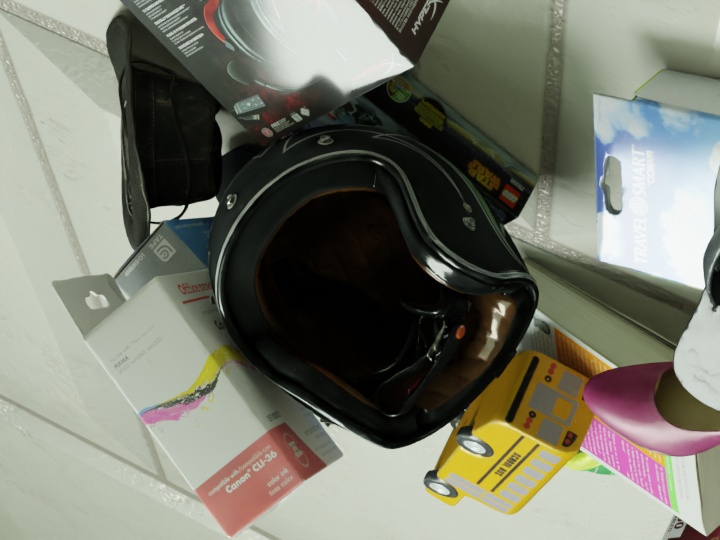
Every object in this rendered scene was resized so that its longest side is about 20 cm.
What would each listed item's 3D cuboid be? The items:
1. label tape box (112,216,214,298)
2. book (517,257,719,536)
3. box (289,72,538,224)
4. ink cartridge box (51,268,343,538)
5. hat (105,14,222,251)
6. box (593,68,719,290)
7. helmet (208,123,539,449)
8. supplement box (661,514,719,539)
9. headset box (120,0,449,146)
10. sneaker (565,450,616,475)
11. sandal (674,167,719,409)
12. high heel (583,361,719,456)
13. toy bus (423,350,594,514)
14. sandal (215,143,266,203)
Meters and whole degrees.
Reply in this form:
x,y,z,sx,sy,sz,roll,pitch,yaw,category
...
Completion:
x,y,z,sx,sy,sz,roll,pitch,yaw,category
-0.070,0.051,1.292,0.200,0.063,0.144,45,-167,8,label tape box
0.180,0.092,1.289,0.200,0.048,0.134,34,147,38,book
0.010,-0.092,1.246,0.199,0.040,0.137,37,155,-12,box
-0.105,0.067,1.166,0.201,0.067,0.116,53,-169,5,ink cartridge box
-0.140,-0.101,1.328,0.080,0.202,0.201,-7,157,-10,hat
0.232,-0.040,1.023,0.199,0.048,0.123,17,128,32,box
0.000,0.000,1.154,0.191,0.200,0.201,42,161,23,helmet
0.315,0.206,1.362,0.061,0.109,0.200,40,154,-18,supplement box
-0.067,-0.188,1.069,0.148,0.075,0.200,-22,121,43,headset box
0.239,0.121,1.362,0.083,0.075,0.199,17,163,-33,sneaker
0.220,0.006,0.988,0.076,0.043,0.201,25,133,24,sandal
0.232,0.071,1.108,0.198,0.068,0.096,4,146,19,high heel
0.108,0.127,1.327,0.078,0.065,0.200,26,154,0,toy bus
-0.058,-0.042,1.351,0.200,0.043,0.077,27,139,47,sandal
